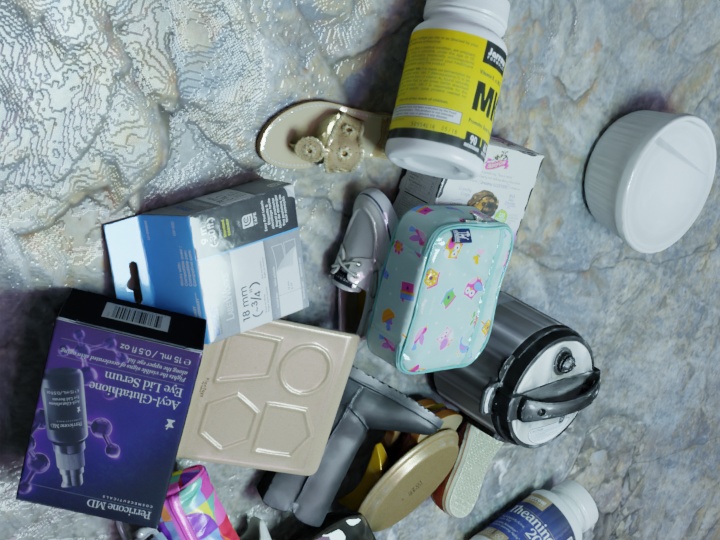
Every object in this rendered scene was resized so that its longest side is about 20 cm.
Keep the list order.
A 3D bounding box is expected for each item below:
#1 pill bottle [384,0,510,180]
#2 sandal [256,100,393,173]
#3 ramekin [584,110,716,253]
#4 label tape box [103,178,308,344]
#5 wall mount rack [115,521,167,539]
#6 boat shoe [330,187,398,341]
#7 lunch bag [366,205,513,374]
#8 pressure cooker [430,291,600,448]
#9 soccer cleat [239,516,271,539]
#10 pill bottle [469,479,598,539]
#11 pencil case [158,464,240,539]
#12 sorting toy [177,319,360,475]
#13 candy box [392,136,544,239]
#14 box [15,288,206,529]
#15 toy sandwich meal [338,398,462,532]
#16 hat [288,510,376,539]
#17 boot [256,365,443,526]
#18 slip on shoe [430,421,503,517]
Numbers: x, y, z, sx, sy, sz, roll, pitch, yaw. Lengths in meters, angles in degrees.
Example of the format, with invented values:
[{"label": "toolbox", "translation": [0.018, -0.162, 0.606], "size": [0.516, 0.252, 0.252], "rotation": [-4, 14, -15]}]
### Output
[{"label": "pill bottle", "translation": [0.102, -0.212, 1.354], "size": [0.114, 0.114, 0.201], "rotation": [19, 81, -45]}, {"label": "sandal", "translation": [-0.009, -0.143, 1.346], "size": [0.211, 0.070, 0.078], "rotation": [-7, 116, -40]}, {"label": "ramekin", "translation": [0.404, -0.134, 1.705], "size": [0.202, 0.094, 0.203], "rotation": [-20, 124, -33]}, {"label": "label tape box", "translation": [-0.157, -0.002, 1.276], "size": [0.200, 0.063, 0.145], "rotation": [-20, 113, -34]}, {"label": "wall mount rack", "translation": [-0.215, 0.343, 1.313], "size": [0.074, 0.200, 0.174], "rotation": [-33, 172, -45]}, {"label": "boat shoe", "translation": [0.000, 0.000, 1.435], "size": [0.070, 0.071, 0.201], "rotation": [-23, 132, -35]}, {"label": "lunch bag", "translation": [0.100, 0.020, 1.424], "size": [0.160, 0.077, 0.201], "rotation": [-1, 114, -41]}, {"label": "pressure cooker", "translation": [0.209, 0.136, 1.595], "size": [0.176, 0.200, 0.179], "rotation": [-49, 136, -12]}, {"label": "soccer cleat", "translation": [-0.193, 0.355, 1.455], "size": [0.200, 0.070, 0.087], "rotation": [-15, 103, -38]}, {"label": "pill bottle", "translation": [0.268, 0.408, 1.853], "size": [0.200, 0.111, 0.111], "rotation": [-30, 129, -27]}, {"label": "pencil case", "translation": [-0.173, 0.323, 1.377], "size": [0.088, 0.088, 0.201], "rotation": [-29, 98, -28]}, {"label": "sorting toy", "translation": [-0.112, 0.142, 1.405], "size": [0.199, 0.036, 0.186], "rotation": [11, 104, -29]}, {"label": "candy box", "translation": [0.122, -0.072, 1.501], "size": [0.167, 0.071, 0.201], "rotation": [7, 107, -43]}, {"label": "box", "translation": [-0.248, 0.138, 1.212], "size": [0.147, 0.104, 0.201], "rotation": [13, 104, -8]}, {"label": "toy sandwich meal", "translation": [0.053, 0.263, 1.614], "size": [0.205, 0.070, 0.205], "rotation": [-36, 154, -21]}, {"label": "hat", "translation": [-0.034, 0.352, 1.533], "size": [0.200, 0.200, 0.081], "rotation": [-17, 92, -35]}, {"label": "boot", "translation": [-0.013, 0.231, 1.502], "size": [0.164, 0.066, 0.200], "rotation": [30, 86, -5]}, {"label": "slip on shoe", "translation": [0.155, 0.251, 1.712], "size": [0.074, 0.061, 0.201], "rotation": [34, 73, -33]}]
